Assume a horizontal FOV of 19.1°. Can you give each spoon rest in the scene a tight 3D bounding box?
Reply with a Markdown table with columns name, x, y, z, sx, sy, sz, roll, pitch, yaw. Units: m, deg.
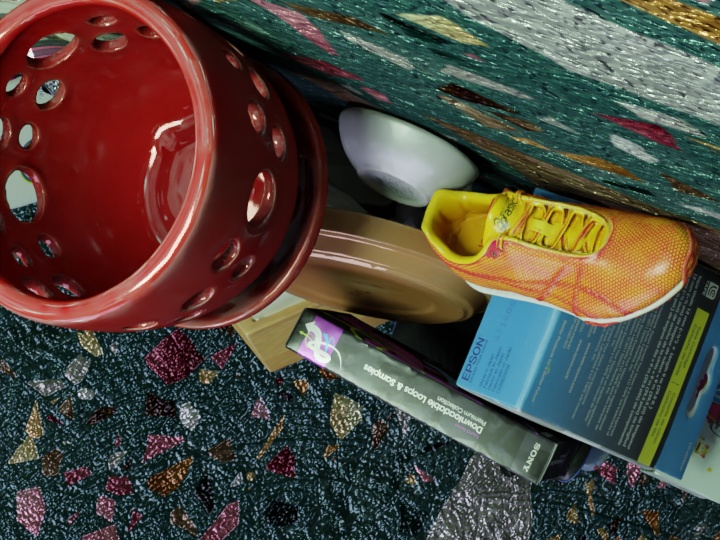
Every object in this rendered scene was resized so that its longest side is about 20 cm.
| name | x | y | z | sx | sy | sz | roll | pitch | yaw |
| --- | --- | --- | --- | --- | --- | --- | --- | --- | --- |
| spoon rest | 0.042 | -0.063 | 1.453 | 0.099 | 0.061 | 0.200 | 20 | 163 | 19 |

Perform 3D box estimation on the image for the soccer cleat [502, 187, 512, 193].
| name | x | y | z | sx | sy | sz | roll | pitch | yaw |
| --- | --- | --- | --- | --- | --- | --- | --- | --- | --- |
| soccer cleat | 0.107 | -0.012 | 1.540 | 0.069 | 0.078 | 0.200 | 22 | 177 | -6 |

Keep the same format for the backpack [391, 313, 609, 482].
| name | x | y | z | sx | sy | sz | roll | pitch | yaw |
| --- | --- | --- | --- | --- | --- | --- | --- | --- | --- |
| backpack | 0.128 | 0.061 | 1.692 | 0.146 | 0.184 | 0.199 | 25 | 180 | -40 |

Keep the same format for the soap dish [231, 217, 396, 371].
| name | x | y | z | sx | sy | sz | roll | pitch | yaw |
| --- | --- | --- | --- | --- | --- | --- | --- | --- | --- |
| soap dish | -0.053 | -0.011 | 1.689 | 0.200 | 0.156 | 0.082 | 46 | 154 | 53 |

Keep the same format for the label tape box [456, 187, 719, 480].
| name | x | y | z | sx | sy | sz | roll | pitch | yaw |
| --- | --- | --- | --- | --- | --- | --- | --- | --- | --- |
| label tape box | 0.170 | 0.047 | 1.461 | 0.066 | 0.144 | 0.199 | 19 | 176 | 43 |

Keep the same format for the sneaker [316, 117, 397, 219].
| name | x | y | z | sx | sy | sz | roll | pitch | yaw |
| --- | --- | --- | --- | --- | --- | --- | --- | --- | --- |
| sneaker | -0.061 | -0.083 | 1.533 | 0.199 | 0.080 | 0.074 | 26 | 165 | 6 |

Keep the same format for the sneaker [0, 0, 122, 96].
| name | x | y | z | sx | sy | sz | roll | pitch | yaw |
| --- | --- | --- | --- | --- | --- | --- | --- | --- | --- |
| sneaker | -0.159 | -0.129 | 1.450 | 0.198 | 0.075 | 0.081 | 22 | 178 | -5 |

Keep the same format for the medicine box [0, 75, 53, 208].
| name | x | y | z | sx | sy | sz | roll | pitch | yaw |
| --- | --- | --- | --- | --- | --- | --- | --- | --- | --- |
| medicine box | -0.285 | -0.115 | 1.544 | 0.199 | 0.104 | 0.181 | -19 | -154 | -37 |

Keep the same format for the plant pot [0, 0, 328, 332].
| name | x | y | z | sx | sy | sz | roll | pitch | yaw |
| --- | --- | --- | --- | --- | --- | --- | --- | --- | --- |
| plant pot | -0.126 | -0.060 | 1.307 | 0.199 | 0.202 | 0.182 | 21 | -175 | 30 |

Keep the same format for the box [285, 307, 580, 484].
| name | x | y | z | sx | sy | sz | roll | pitch | yaw |
| --- | --- | --- | --- | --- | --- | --- | --- | --- | --- |
| box | 0.055 | 0.087 | 1.500 | 0.199 | 0.036 | 0.143 | 30 | -177 | 12 |

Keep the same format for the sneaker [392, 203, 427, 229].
| name | x | y | z | sx | sy | sz | roll | pitch | yaw |
| --- | --- | --- | --- | --- | --- | --- | --- | --- | --- |
| sneaker | 0.048 | -0.041 | 1.789 | 0.099 | 0.076 | 0.200 | -1 | 174 | 1 |

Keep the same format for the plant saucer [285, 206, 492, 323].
| name | x | y | z | sx | sy | sz | roll | pitch | yaw |
| --- | --- | --- | --- | --- | --- | --- | --- | --- | --- |
| plant saucer | 0.000 | 0.000 | 1.497 | 0.198 | 0.033 | 0.200 | 13 | 168 | 3 |

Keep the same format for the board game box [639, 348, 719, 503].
| name | x | y | z | sx | sy | sz | roll | pitch | yaw |
| --- | --- | --- | --- | --- | --- | --- | --- | --- | --- |
| board game box | 0.276 | 0.100 | 1.644 | 0.064 | 0.149 | 0.200 | 24 | 177 | 6 |

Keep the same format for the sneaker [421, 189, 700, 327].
| name | x | y | z | sx | sy | sz | roll | pitch | yaw |
| --- | --- | --- | --- | --- | --- | --- | --- | --- | --- |
| sneaker | 0.119 | -0.013 | 1.334 | 0.199 | 0.074 | 0.077 | 3 | 154 | 41 |
